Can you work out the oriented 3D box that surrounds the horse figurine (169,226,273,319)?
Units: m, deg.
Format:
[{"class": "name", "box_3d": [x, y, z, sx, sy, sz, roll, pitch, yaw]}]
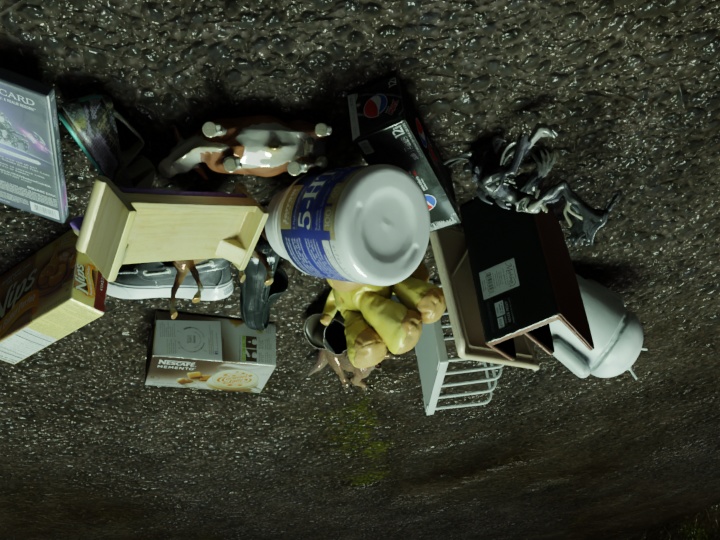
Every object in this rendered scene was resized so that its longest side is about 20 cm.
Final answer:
[{"class": "horse figurine", "box_3d": [-0.185, -0.027, 0.890, 0.195, 0.135, 0.050, -20, 150, 0]}]

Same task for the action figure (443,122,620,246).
[{"class": "action figure", "box_3d": [0.201, -0.111, 0.824, 0.197, 0.104, 0.119, 31, -176, 14]}]

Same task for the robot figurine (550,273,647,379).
[{"class": "robot figurine", "box_3d": [0.350, 0.086, 1.084, 0.198, 0.171, 0.114, 34, 150, 10]}]

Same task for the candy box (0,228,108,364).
[{"class": "candy box", "box_3d": [-0.415, 0.033, 0.929, 0.197, 0.118, 0.055, -26, 142, 28]}]

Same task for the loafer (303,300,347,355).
[{"class": "loafer", "box_3d": [-0.038, 0.088, 1.065, 0.071, 0.074, 0.198, -36, -171, -33]}]

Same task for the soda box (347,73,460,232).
[{"class": "soda box", "box_3d": [0.054, -0.124, 0.805, 0.062, 0.072, 0.200, -17, 146, 16]}]

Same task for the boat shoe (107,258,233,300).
[{"class": "boat shoe", "box_3d": [-0.269, -0.004, 0.949, 0.194, 0.072, 0.070, 4, 115, 11]}]

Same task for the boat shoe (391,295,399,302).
[{"class": "boat shoe", "box_3d": [0.050, 0.082, 1.126, 0.070, 0.069, 0.201, -12, 149, 11]}]

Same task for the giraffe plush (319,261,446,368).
[{"class": "giraffe plush", "box_3d": [0.000, 0.000, 0.930, 0.172, 0.199, 0.164, -41, 131, -14]}]

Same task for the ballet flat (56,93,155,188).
[{"class": "ballet flat", "box_3d": [-0.264, -0.115, 0.779, 0.070, 0.074, 0.202, -5, 146, 0]}]

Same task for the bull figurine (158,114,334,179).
[{"class": "bull figurine", "box_3d": [-0.120, -0.131, 0.752, 0.194, 0.067, 0.121, -7, -167, -13]}]

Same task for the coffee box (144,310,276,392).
[{"class": "coffee box", "box_3d": [-0.246, 0.137, 1.147, 0.194, 0.082, 0.115, 8, 145, -21]}]

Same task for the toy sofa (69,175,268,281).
[{"class": "toy sofa", "box_3d": [-0.206, -0.056, 0.766, 0.198, 0.097, 0.084, -5, 131, -52]}]

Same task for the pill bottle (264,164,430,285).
[{"class": "pill bottle", "box_3d": [-0.025, -0.051, 0.779, 0.118, 0.123, 0.198, 20, 172, -34]}]

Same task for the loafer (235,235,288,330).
[{"class": "loafer", "box_3d": [-0.137, 0.024, 1.003, 0.068, 0.070, 0.203, 6, 143, -1]}]

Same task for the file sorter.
[{"class": "file sorter", "box_3d": [0.163, 0.124, 1.142, 0.121, 0.142, 0.202, -6, 148, -5]}]

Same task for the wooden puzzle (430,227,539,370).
[{"class": "wooden puzzle", "box_3d": [0.161, 0.038, 0.940, 0.037, 0.190, 0.197, -29, 150, 34]}]

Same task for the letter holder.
[{"class": "letter holder", "box_3d": [0.219, 0.010, 0.916, 0.099, 0.205, 0.141, -25, 144, 28]}]

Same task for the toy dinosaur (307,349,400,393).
[{"class": "toy dinosaur", "box_3d": [-0.021, 0.138, 1.189, 0.196, 0.087, 0.136, -3, 142, 36]}]

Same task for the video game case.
[{"class": "video game case", "box_3d": [-0.382, -0.137, 0.732, 0.139, 0.019, 0.202, 19, 142, -6]}]
